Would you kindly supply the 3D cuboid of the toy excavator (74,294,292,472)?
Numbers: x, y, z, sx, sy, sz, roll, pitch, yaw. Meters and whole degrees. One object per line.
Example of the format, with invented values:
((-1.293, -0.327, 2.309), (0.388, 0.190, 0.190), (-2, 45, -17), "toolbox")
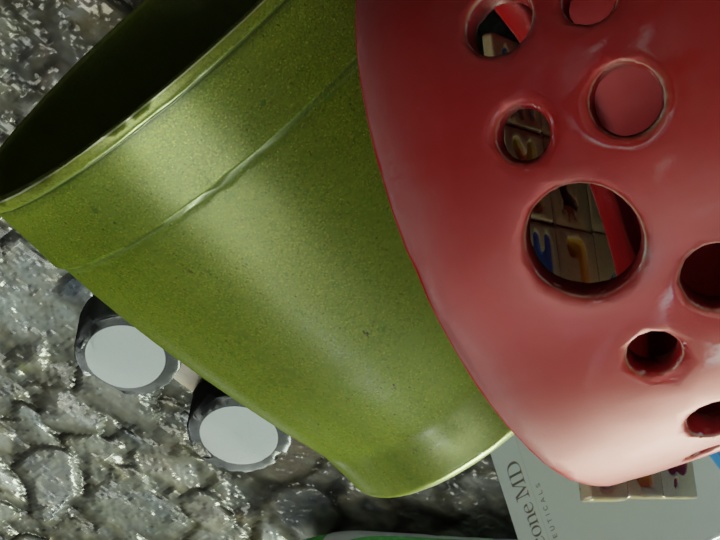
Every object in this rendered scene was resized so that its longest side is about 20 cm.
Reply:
((0.000, 0.000, 1.001), (0.194, 0.100, 0.200), (35, 124, -21), "toy excavator")

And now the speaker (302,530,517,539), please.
((0.064, 0.179, 1.155), (0.199, 0.089, 0.089), (2, 134, 14), "speaker")

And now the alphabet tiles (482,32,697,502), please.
((0.094, -0.012, 0.865), (0.006, 0.201, 0.166), (-12, 169, 29), "alphabet tiles")

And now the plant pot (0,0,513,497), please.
((-0.009, -0.024, 0.872), (0.200, 0.201, 0.193), (-29, 111, 36), "plant pot")

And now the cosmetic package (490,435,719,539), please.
((0.155, 0.062, 0.967), (0.200, 0.113, 0.081), (-33, 155, 32), "cosmetic package")

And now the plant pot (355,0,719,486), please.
((0.123, -0.050, 0.716), (0.182, 0.201, 0.201), (-19, 126, 23), "plant pot")

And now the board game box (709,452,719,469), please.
((0.249, 0.059, 0.833), (0.200, 0.196, 0.056), (-35, 161, -7), "board game box")
